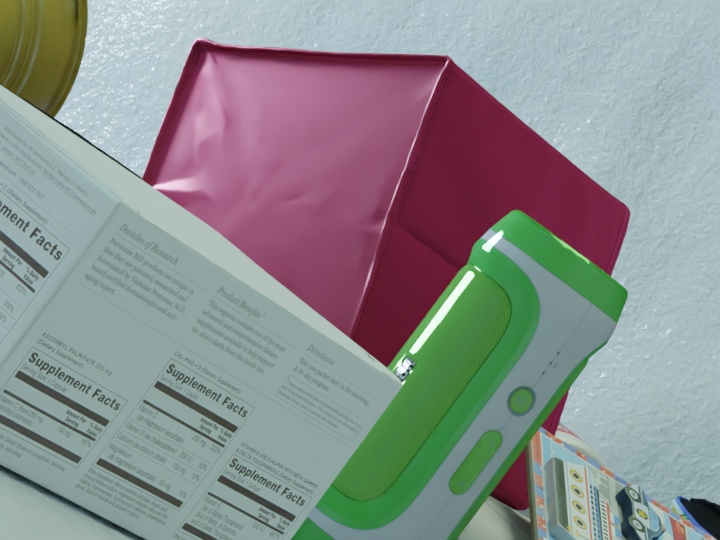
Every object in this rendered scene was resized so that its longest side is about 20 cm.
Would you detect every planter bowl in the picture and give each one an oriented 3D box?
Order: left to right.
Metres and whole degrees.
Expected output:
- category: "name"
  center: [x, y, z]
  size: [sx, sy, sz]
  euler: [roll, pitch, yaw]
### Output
- category: "planter bowl"
  center: [-0.279, -0.163, 1.846]
  size: [0.200, 0.201, 0.083]
  euler: [37, 18, 18]

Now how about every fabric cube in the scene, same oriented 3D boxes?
- category: "fabric cube"
  center: [0.000, 0.000, 1.664]
  size: [0.196, 0.200, 0.199]
  euler: [8, -19, 41]

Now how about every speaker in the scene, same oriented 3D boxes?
- category: "speaker"
  center: [0.047, 0.070, 1.470]
  size: [0.088, 0.200, 0.088]
  euler: [36, 1, -1]

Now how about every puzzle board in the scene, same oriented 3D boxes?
- category: "puzzle board"
  center: [0.152, 0.173, 1.531]
  size: [0.151, 0.017, 0.200]
  euler: [34, 26, -19]

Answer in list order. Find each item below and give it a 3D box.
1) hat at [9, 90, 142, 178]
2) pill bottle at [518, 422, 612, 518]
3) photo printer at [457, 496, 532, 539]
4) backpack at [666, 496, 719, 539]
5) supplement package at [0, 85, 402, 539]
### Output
- category: "hat"
  center: [-0.202, -0.051, 1.742]
  size: [0.200, 0.081, 0.201]
  euler: [31, -4, 2]
- category: "pill bottle"
  center: [0.080, 0.134, 1.914]
  size: [0.120, 0.120, 0.200]
  euler: [36, 1, -24]
- category: "photo printer"
  center: [0.112, 0.195, 1.607]
  size: [0.166, 0.069, 0.200]
  euler: [40, 3, 33]
- category: "backpack"
  center: [0.241, 0.238, 1.812]
  size: [0.183, 0.147, 0.200]
  euler: [35, 6, -24]
- category: "supplement package"
  center: [-0.111, 0.018, 1.172]
  size: [0.156, 0.111, 0.200]
  euler: [38, 1, 40]
